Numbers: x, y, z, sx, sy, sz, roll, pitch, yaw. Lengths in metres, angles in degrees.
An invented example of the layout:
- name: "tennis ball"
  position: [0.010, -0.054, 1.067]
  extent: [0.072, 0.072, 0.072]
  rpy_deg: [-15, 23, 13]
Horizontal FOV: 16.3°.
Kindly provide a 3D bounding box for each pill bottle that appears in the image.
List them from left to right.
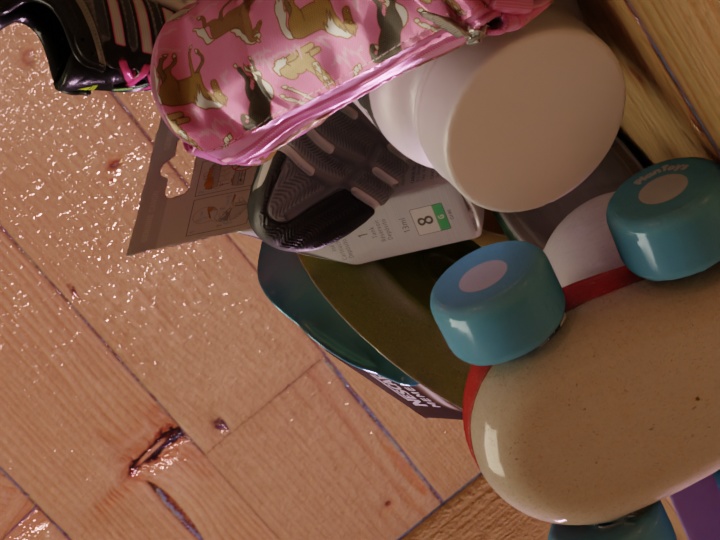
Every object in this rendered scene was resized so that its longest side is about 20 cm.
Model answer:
- name: "pill bottle"
  position: [0.038, -0.120, 1.220]
  extent: [0.114, 0.114, 0.200]
  rpy_deg: [52, 179, -42]

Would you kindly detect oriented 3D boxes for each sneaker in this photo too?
- name: "sneaker"
  position: [-0.131, -0.123, 1.420]
  extent: [0.200, 0.088, 0.074]
  rpy_deg: [35, 160, -7]
- name: "sneaker"
  position: [-0.013, -0.099, 1.385]
  extent: [0.075, 0.200, 0.115]
  rpy_deg: [41, 167, -28]

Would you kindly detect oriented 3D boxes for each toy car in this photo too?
- name: "toy car"
  position: [0.124, 0.026, 1.263]
  extent: [0.200, 0.176, 0.185]
  rpy_deg: [-110, -6, -63]

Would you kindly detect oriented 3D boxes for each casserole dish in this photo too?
- name: "casserole dish"
  position: [0.000, 0.000, 1.519]
  extent: [0.121, 0.039, 0.200]
  rpy_deg: [33, -162, -10]

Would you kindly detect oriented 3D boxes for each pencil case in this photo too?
- name: "pencil case"
  position: [-0.006, -0.114, 1.119]
  extent: [0.083, 0.200, 0.087]
  rpy_deg: [54, -139, -13]

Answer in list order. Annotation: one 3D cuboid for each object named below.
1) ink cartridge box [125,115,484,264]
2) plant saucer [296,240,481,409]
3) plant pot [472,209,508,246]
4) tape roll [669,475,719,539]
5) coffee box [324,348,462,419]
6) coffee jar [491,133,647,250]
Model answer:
- name: "ink cartridge box"
  position: [-0.024, -0.062, 1.447]
  extent: [0.161, 0.199, 0.050]
  rpy_deg: [-82, -27, -51]
- name: "plant saucer"
  position: [0.051, 0.017, 1.460]
  extent: [0.200, 0.031, 0.200]
  rpy_deg: [32, -161, -13]
- name: "plant pot"
  position: [0.054, -0.071, 1.677]
  extent: [0.200, 0.028, 0.200]
  rpy_deg: [23, -153, -12]
- name: "tape roll"
  position: [0.234, 0.150, 1.436]
  extent: [0.200, 0.085, 0.201]
  rpy_deg: [-24, -90, -83]
- name: "coffee box"
  position: [0.089, 0.045, 1.651]
  extent: [0.200, 0.080, 0.113]
  rpy_deg: [0, 154, 48]
- name: "coffee jar"
  position: [0.142, -0.006, 1.448]
  extent: [0.104, 0.085, 0.200]
  rpy_deg: [53, 180, 29]
